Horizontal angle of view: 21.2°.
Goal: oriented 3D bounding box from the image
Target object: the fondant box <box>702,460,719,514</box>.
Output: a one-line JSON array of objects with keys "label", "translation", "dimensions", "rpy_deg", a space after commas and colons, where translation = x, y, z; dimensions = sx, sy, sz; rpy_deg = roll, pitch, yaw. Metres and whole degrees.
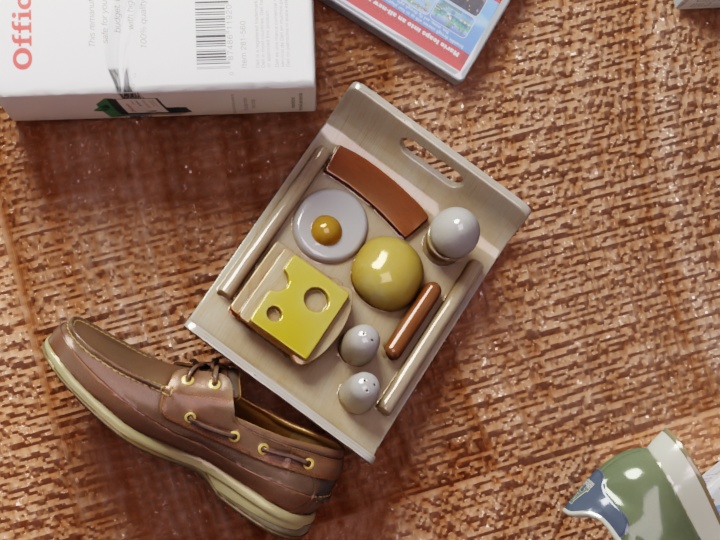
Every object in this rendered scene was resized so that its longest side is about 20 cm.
[{"label": "fondant box", "translation": [0.286, 0.173, 1.231], "dimensions": [0.199, 0.058, 0.145], "rpy_deg": [-37, 89, -11]}]

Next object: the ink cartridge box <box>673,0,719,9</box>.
[{"label": "ink cartridge box", "translation": [0.306, -0.236, 1.288], "dimensions": [0.198, 0.050, 0.110], "rpy_deg": [-3, 83, -7]}]

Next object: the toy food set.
[{"label": "toy food set", "translation": [0.000, 0.000, 1.198], "dimensions": [0.143, 0.060, 0.201], "rpy_deg": [35, 68, -3]}]

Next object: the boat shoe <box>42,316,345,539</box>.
[{"label": "boat shoe", "translation": [-0.099, 0.083, 1.174], "dimensions": [0.199, 0.072, 0.068], "rpy_deg": [34, 104, -8]}]

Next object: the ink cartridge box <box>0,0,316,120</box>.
[{"label": "ink cartridge box", "translation": [-0.128, -0.173, 1.195], "dimensions": [0.198, 0.084, 0.147], "rpy_deg": [-2, 83, -1]}]

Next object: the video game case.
[{"label": "video game case", "translation": [0.055, -0.243, 1.271], "dimensions": [0.142, 0.017, 0.201], "rpy_deg": [31, 80, -3]}]

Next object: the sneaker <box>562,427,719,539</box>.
[{"label": "sneaker", "translation": [0.191, 0.203, 1.158], "dimensions": [0.089, 0.067, 0.201], "rpy_deg": [-25, 87, -1]}]
